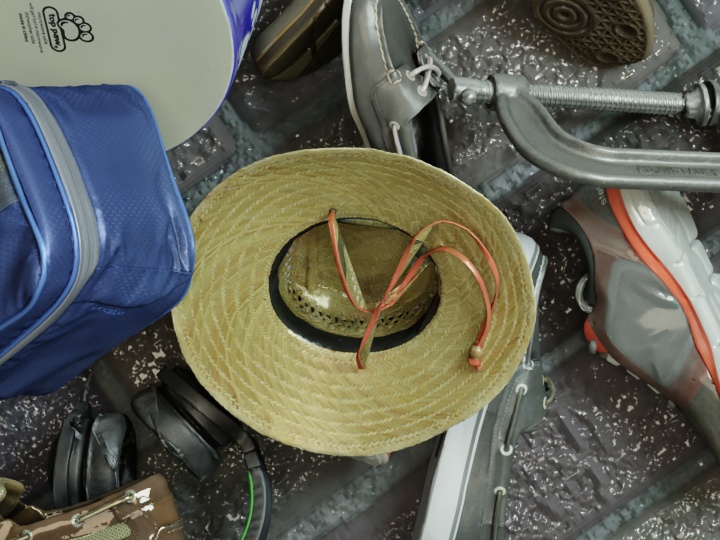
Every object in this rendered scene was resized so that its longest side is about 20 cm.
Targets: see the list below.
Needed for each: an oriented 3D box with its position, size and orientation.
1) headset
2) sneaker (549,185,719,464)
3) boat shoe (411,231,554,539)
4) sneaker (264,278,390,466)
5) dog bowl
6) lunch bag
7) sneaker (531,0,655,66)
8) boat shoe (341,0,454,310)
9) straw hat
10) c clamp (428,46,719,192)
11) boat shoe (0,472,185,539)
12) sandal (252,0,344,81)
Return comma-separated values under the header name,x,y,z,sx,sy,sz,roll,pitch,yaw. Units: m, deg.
name,x,y,z,sx,sy,sz,roll,pitch,yaw
headset,-0.129,0.096,1.325,0.123,0.094,0.201,-25,75,1
sneaker,0.173,0.035,1.338,0.081,0.077,0.201,-25,90,26
boat shoe,0.080,0.079,1.341,0.056,0.069,0.202,15,98,-3
sneaker,-0.042,0.023,1.343,0.200,0.077,0.082,43,76,-8
dog bowl,-0.155,-0.156,1.268,0.198,0.079,0.201,7,136,7
lunch bag,-0.203,-0.011,1.240,0.200,0.132,0.137,-35,68,36
sneaker,0.121,-0.199,1.296,0.070,0.200,0.076,0,55,32
boat shoe,0.033,-0.072,1.311,0.057,0.067,0.202,3,115,24
straw hat,0.000,0.000,1.275,0.199,0.085,0.203,4,119,6
c clamp,0.145,-0.088,1.308,0.198,0.171,0.027,5,116,-14
boat shoe,-0.195,0.151,1.284,0.200,0.075,0.076,-10,92,2
sandal,0.009,-0.188,1.325,0.200,0.082,0.055,-42,68,17
